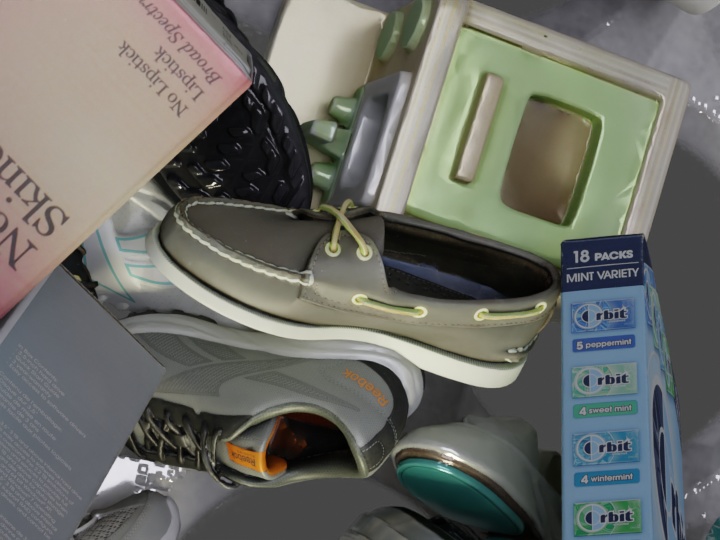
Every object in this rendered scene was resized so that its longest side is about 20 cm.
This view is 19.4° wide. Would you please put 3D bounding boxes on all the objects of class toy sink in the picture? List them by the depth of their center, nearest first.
[{"bbox_3d":[0.048,-0.064,1.081,0.199,0.112,0.131,20,83,-14],"label":"toy sink"}]

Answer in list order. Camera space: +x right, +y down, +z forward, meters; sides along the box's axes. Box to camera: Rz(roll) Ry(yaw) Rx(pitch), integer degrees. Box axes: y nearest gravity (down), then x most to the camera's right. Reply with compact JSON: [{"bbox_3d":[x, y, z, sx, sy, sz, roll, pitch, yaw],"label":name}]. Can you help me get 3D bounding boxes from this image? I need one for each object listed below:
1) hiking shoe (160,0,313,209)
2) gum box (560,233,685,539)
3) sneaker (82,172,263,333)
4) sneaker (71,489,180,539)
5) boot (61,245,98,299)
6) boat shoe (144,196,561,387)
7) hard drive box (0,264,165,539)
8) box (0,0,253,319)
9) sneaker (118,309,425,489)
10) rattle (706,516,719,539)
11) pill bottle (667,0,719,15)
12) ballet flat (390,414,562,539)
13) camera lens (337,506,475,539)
[{"bbox_3d":[-0.078,-0.105,1.047,0.076,0.101,0.200,-31,90,16],"label":"hiking shoe"},{"bbox_3d":[0.128,0.113,1.005,0.044,0.170,0.201,-6,56,12],"label":"gum box"},{"bbox_3d":[-0.112,-0.011,1.066,0.080,0.070,0.200,-40,103,10],"label":"sneaker"},{"bbox_3d":[-0.184,0.147,1.029,0.199,0.075,0.082,-23,96,-14],"label":"sneaker"},{"bbox_3d":[-0.137,-0.023,0.991,0.203,0.073,0.154,-27,109,-2],"label":"boot"},{"bbox_3d":[0.000,-0.002,0.983,0.201,0.072,0.060,16,126,-23],"label":"boat shoe"},{"bbox_3d":[-0.185,0.108,0.890,0.156,0.200,0.077,-38,104,29],"label":"hard drive box"},{"bbox_3d":[-0.157,-0.064,0.881,0.200,0.109,0.128,-43,101,5],"label":"box"},{"bbox_3d":[-0.072,0.068,1.025,0.199,0.079,0.074,-3,126,19],"label":"sneaker"},{"bbox_3d":[0.185,0.219,1.038,0.130,0.143,0.200,33,92,16],"label":"rattle"},{"bbox_3d":[0.118,-0.223,1.102,0.200,0.116,0.116,28,82,-13],"label":"pill bottle"},{"bbox_3d":[0.078,0.113,1.080,0.070,0.069,0.200,-55,136,-10],"label":"ballet flat"},{"bbox_3d":[0.009,0.230,1.037,0.160,0.160,0.200,45,78,-10],"label":"camera lens"}]
